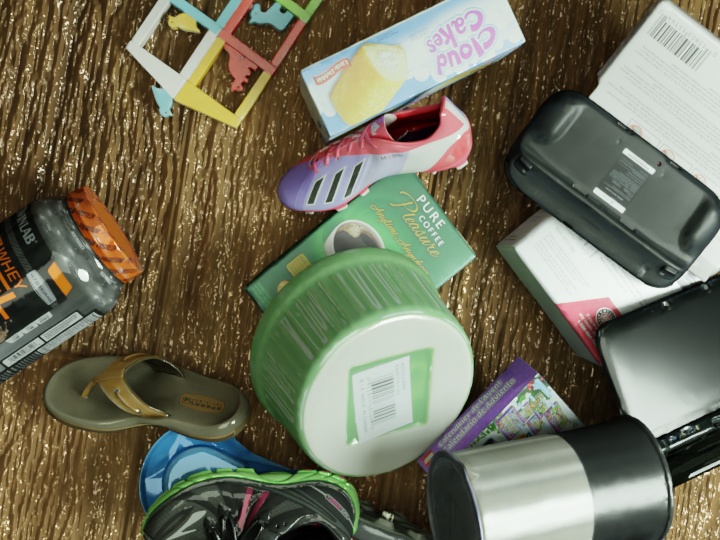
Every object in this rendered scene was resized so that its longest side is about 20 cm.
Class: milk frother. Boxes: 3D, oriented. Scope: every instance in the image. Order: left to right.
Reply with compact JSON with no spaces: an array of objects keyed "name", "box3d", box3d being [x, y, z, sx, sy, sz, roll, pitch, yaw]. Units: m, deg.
[{"name":"milk frother","box3d":[0.178,0.240,0.952,0.186,0.200,0.183,-8,109,-18]}]

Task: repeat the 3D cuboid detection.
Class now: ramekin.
[{"name":"ramekin","box3d":[0.007,0.090,1.026,0.198,0.098,0.202,-13,123,-21]}]

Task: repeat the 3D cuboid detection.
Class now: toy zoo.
[{"name":"toy zoo","box3d":[-0.134,-0.231,1.085,0.131,0.020,0.201,34,90,-5]}]

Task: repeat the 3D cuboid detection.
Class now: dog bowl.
[{"name":"dog bowl","box3d":[-0.118,0.225,1.084,0.198,0.050,0.112,28,77,-5]}]

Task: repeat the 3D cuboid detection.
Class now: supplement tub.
[{"name":"supplement tub","box3d":[-0.309,0.017,1.032,0.199,0.123,0.123,-34,95,-3]}]

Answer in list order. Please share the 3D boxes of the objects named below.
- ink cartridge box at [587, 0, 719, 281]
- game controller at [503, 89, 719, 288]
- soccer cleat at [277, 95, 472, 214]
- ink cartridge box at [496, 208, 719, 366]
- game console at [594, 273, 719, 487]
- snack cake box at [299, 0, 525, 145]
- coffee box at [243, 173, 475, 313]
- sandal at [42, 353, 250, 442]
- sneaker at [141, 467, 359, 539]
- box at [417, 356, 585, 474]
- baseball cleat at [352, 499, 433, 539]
[{"name":"ink cartridge box","box3d":[0.297,-0.119,1.031,0.199,0.045,0.177,37,112,-3]},{"name":"game controller","box3d":[0.231,-0.073,1.022,0.199,0.042,0.105,36,97,-3]},{"name":"soccer cleat","box3d":[0.006,-0.110,1.040,0.198,0.077,0.067,-14,54,18]},{"name":"ink cartridge box","box3d":[0.257,-0.029,1.093,0.199,0.083,0.146,-38,94,-3]},{"name":"game console","box3d":[0.321,0.112,1.088,0.198,0.177,0.117,-20,56,-15]},{"name":"snack cake box","box3d":[0.043,-0.193,1.053,0.198,0.115,0.068,-26,92,-2]},{"name":"coffee box","box3d":[0.000,0.000,1.094,0.200,0.044,0.123,-40,95,-1]},{"name":"sandal","box3d":[-0.201,0.112,1.055,0.197,0.054,0.081,8,53,8]},{"name":"sneaker","box3d":[-0.098,0.227,1.005,0.197,0.084,0.077,-5,138,-1]},{"name":"box","box3d":[0.162,0.192,1.075,0.137,0.039,0.200,-45,124,-2]},{"name":"baseball cleat","box3d":[0.051,0.296,1.086,0.198,0.070,0.107,26,91,-17]}]
